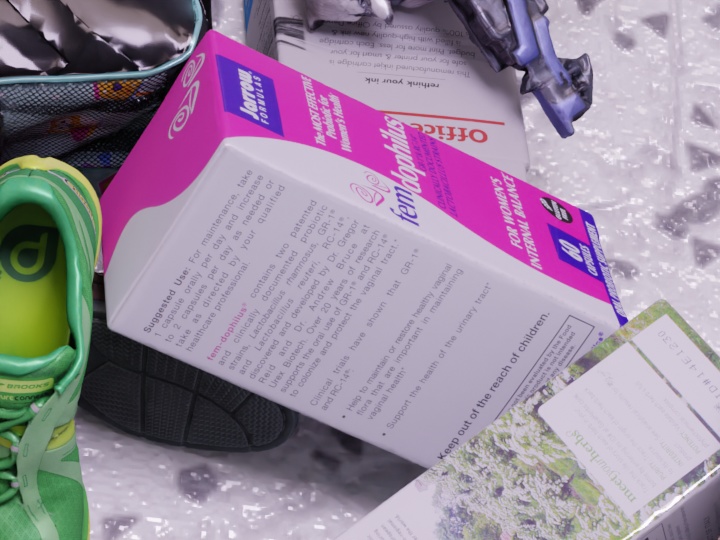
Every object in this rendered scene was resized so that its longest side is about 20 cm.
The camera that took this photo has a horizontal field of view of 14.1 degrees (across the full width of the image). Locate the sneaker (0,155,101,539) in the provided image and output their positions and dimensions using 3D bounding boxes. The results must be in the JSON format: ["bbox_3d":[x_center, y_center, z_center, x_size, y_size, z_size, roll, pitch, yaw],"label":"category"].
[{"bbox_3d":[-0.145,0.053,1.169,0.074,0.084,0.201,2,89,2],"label":"sneaker"}]

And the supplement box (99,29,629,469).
[{"bbox_3d":[0.000,0.000,1.219,0.200,0.103,0.101,23,27,-21],"label":"supplement box"}]

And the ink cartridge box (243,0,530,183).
[{"bbox_3d":[0.010,-0.078,1.358,0.116,0.068,0.200,4,51,-12],"label":"ink cartridge box"}]

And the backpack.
[{"bbox_3d":[-0.178,-0.113,1.282,0.199,0.153,0.176,-5,59,-16],"label":"backpack"}]

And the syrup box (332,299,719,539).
[{"bbox_3d":[0.073,0.111,1.175,0.200,0.081,0.079,-37,60,-8],"label":"syrup box"}]

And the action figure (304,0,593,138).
[{"bbox_3d":[0.056,-0.153,1.350,0.193,0.105,0.200,-26,90,-24],"label":"action figure"}]

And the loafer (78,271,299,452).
[{"bbox_3d":[-0.118,0.020,1.252,0.199,0.072,0.063,16,45,0],"label":"loafer"}]

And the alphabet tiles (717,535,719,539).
[{"bbox_3d":[0.171,0.148,1.158,0.006,0.167,0.200,5,31,28],"label":"alphabet tiles"}]
